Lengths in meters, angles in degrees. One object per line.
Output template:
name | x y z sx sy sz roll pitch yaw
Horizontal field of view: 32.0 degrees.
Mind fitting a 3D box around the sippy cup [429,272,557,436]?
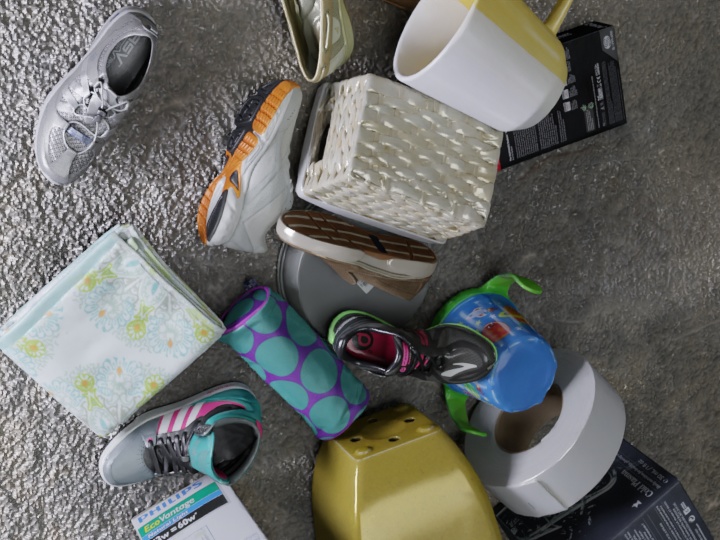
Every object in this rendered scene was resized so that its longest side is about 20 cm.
sippy cup | 0.167 0.105 1.525 0.138 0.130 0.180 -21 115 -18

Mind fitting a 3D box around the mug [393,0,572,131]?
mug | 0.149 -0.236 1.321 0.152 0.151 0.186 31 128 -23

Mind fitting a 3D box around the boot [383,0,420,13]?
boot | 0.064 -0.320 1.384 0.197 0.075 0.075 1 103 -25

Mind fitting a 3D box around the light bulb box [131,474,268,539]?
light bulb box | -0.150 0.370 1.441 0.124 0.200 0.200 -29 115 -13

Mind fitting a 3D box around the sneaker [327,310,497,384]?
sneaker | 0.058 0.099 1.436 0.196 0.084 0.078 6 109 0

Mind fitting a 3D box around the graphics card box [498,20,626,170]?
graphics card box | 0.217 -0.208 1.496 0.197 0.051 0.127 -21 113 -14

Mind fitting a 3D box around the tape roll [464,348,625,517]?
tape roll | 0.224 0.198 1.543 0.203 0.202 0.071 -48 118 -2

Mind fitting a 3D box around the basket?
basket | 0.048 -0.124 1.390 0.198 0.123 0.138 18 77 -26

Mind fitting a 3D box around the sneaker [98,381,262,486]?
sneaker | -0.193 0.205 1.415 0.198 0.121 0.085 -26 115 -13

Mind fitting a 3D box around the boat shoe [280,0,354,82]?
boat shoe | -0.061 -0.303 1.329 0.063 0.072 0.203 -47 133 -46

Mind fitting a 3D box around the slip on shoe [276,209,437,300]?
slip on shoe | -0.008 -0.014 1.414 0.197 0.076 0.061 12 119 -30

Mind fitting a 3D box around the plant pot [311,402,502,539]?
plant pot | 0.044 0.279 1.507 0.193 0.194 0.203 -18 106 -16

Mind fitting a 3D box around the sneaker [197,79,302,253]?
sneaker | -0.104 -0.112 1.387 0.091 0.076 0.202 19 106 -34

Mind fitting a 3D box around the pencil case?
pencil case | -0.079 0.106 1.451 0.200 0.092 0.086 48 53 -25

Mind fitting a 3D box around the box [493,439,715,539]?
box | 0.309 0.331 1.621 0.196 0.200 0.125 -40 115 -7

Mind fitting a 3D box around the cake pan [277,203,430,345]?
cake pan | 0.000 0.000 1.478 0.197 0.037 0.204 -7 109 -21

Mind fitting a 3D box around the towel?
towel | -0.269 0.067 1.359 0.199 0.048 0.171 -39 112 8

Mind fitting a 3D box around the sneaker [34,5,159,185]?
sneaker | -0.270 -0.178 1.283 0.074 0.082 0.202 26 95 -27
